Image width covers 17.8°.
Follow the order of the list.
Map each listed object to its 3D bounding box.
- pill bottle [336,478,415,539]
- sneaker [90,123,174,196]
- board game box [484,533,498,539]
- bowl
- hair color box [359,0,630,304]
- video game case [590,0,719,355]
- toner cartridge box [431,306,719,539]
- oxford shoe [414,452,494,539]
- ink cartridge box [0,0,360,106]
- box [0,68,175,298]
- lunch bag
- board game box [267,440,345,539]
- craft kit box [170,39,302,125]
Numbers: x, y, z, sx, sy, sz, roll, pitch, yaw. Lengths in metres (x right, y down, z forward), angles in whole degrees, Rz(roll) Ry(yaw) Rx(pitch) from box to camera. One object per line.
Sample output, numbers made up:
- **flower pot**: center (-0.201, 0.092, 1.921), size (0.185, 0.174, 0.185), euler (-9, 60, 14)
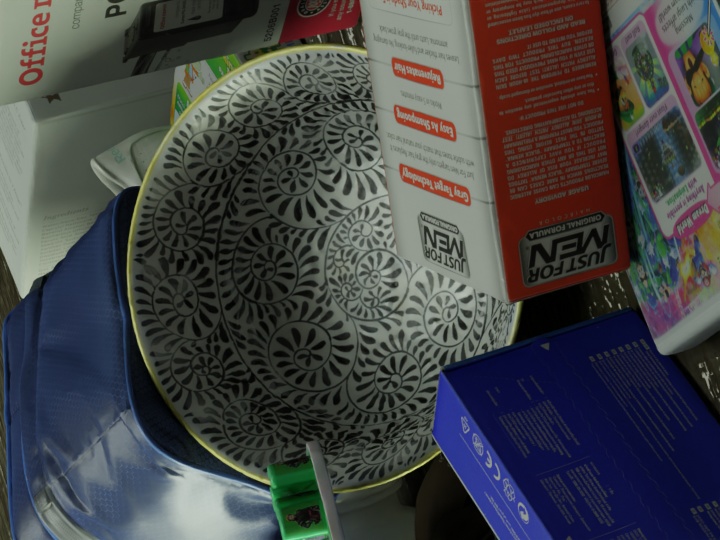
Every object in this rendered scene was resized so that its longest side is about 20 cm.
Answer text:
- **pill bottle**: center (0.000, 0.191, 1.221), size (0.111, 0.110, 0.201), euler (0, 105, 68)
- **sneaker**: center (-0.103, 0.020, 1.278), size (0.075, 0.088, 0.201), euler (12, 116, 65)
- **board game box**: center (0.106, 0.204, 0.923), size (0.200, 0.028, 0.135), euler (54, -177, -3)
- **bowl**: center (0.000, 0.000, 1.068), size (0.200, 0.094, 0.202), euler (-1, 88, 26)
- **hair color box**: center (0.046, -0.098, 0.907), size (0.101, 0.061, 0.201), euler (26, 127, 62)
- **video game case**: center (0.124, -0.082, 0.844), size (0.183, 0.024, 0.200), euler (69, 158, 12)
- **toner cartridge box**: center (0.114, 0.106, 0.900), size (0.043, 0.094, 0.200), euler (96, 151, -44)
- **oxford shoe**: center (0.062, 0.108, 1.066), size (0.200, 0.072, 0.085), euler (132, 125, -64)
- **ink cartridge box**: center (-0.094, -0.167, 1.083), size (0.084, 0.199, 0.146), euler (63, 156, 26)
- **box**: center (-0.194, -0.106, 1.505), size (0.200, 0.106, 0.153), euler (108, 141, -55)
- **lunch bag**: center (-0.105, 0.066, 1.160), size (0.132, 0.135, 0.201), euler (-43, 37, 32)
- **board game box**: center (-0.006, 0.201, 1.002), size (0.200, 0.026, 0.201), euler (91, 165, -65)
- **craft kit box**: center (-0.052, -0.039, 1.287), size (0.198, 0.048, 0.201), euler (98, 148, -51)
